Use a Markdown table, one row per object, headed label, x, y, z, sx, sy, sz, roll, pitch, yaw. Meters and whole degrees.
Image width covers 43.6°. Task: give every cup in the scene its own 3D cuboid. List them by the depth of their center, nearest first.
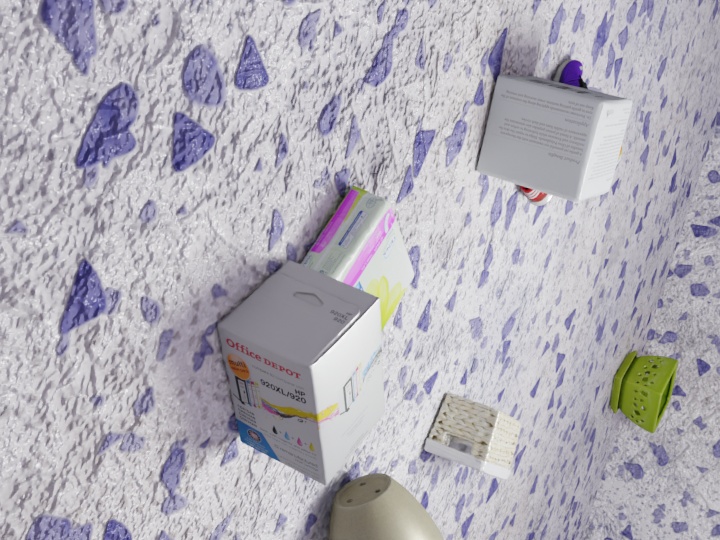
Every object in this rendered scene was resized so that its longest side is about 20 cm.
| label | x | y | z | sx | sy | sz | roll | pitch | yaw |
| --- | --- | --- | --- | --- | --- | --- | --- | --- | --- |
| cup | 0.027 | 0.417 | 1.455 | 0.199 | 0.198 | 0.146 | -33 | 108 | -49 |

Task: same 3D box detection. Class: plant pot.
| label | x | y | z | sx | sy | sz | roll | pitch | yaw |
| --- | --- | --- | --- | --- | --- | --- | --- | --- | --- |
| plant pot | 0.996 | 0.415 | 3.184 | 0.200 | 0.179 | 0.202 | -43 | 141 | -40 |

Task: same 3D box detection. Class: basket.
| label | x | y | z | sx | sy | sz | roll | pitch | yaw |
| --- | --- | --- | --- | --- | --- | --- | --- | --- | --- |
| basket | 0.231 | 0.333 | 1.804 | 0.200 | 0.133 | 0.126 | 37 | 71 | -61 |

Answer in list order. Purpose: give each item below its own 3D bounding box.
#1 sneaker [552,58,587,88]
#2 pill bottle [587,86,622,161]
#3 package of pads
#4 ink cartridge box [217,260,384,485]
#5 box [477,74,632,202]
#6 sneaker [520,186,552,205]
| label | x | y | z | sx | sy | sz | roll | pitch | yaw |
| --- | --- | --- | --- | --- | --- | --- | --- | --- | --- |
| sneaker | 0.414 | -0.334 | 1.744 | 0.201 | 0.098 | 0.070 | -56 | 150 | -36 |
| pill bottle | 0.487 | -0.296 | 1.895 | 0.113 | 0.109 | 0.200 | -63 | 151 | -13 |
| package of pads | 0.000 | 0.000 | 1.245 | 0.156 | 0.067 | 0.201 | -57 | 150 | -22 |
| ink cartridge box | -0.068 | 0.124 | 1.115 | 0.145 | 0.145 | 0.203 | -43 | 142 | -40 |
| box | 0.342 | -0.235 | 1.576 | 0.199 | 0.196 | 0.175 | -16 | 122 | -57 |
| sneaker | 0.371 | -0.233 | 1.762 | 0.115 | 0.077 | 0.204 | 22 | 86 | -63 |
